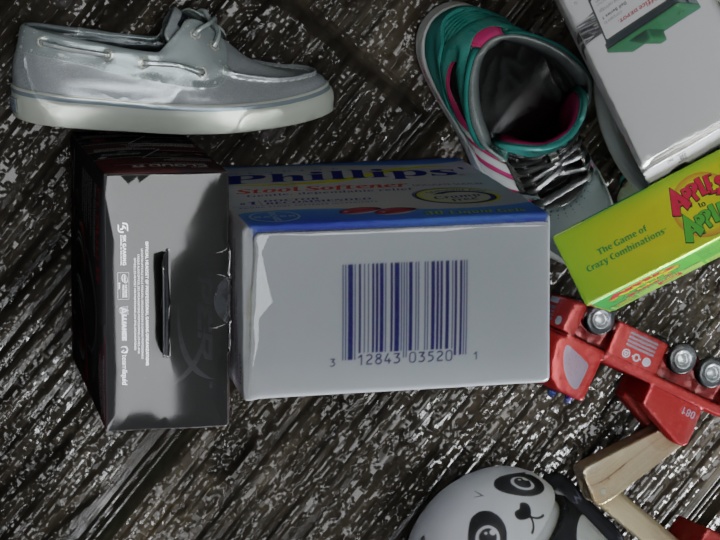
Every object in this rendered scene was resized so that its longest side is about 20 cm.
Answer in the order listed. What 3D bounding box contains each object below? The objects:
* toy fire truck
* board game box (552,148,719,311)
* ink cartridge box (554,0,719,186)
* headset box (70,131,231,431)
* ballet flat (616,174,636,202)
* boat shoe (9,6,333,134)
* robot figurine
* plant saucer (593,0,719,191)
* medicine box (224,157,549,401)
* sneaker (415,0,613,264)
[{"bbox_3d":[0.188,0.114,1.406,0.199,0.049,0.142,25,87,-17],"label":"toy fire truck"},{"bbox_3d":[0.220,-0.042,1.253,0.199,0.102,0.048,-28,80,12],"label":"board game box"},{"bbox_3d":[0.164,-0.156,1.245,0.084,0.146,0.201,-27,82,9],"label":"ink cartridge box"},{"bbox_3d":[-0.125,0.003,1.235,0.074,0.200,0.150,-2,102,-14],"label":"headset box"},{"bbox_3d":[0.263,-0.080,1.383,0.199,0.067,0.063,-33,68,1],"label":"ballet flat"},{"bbox_3d":[-0.113,-0.124,1.281,0.199,0.070,0.072,0,107,-11],"label":"boat shoe"},{"bbox_3d":[0.120,0.219,1.372,0.125,0.150,0.200,-43,100,7],"label":"robot figurine"},{"bbox_3d":[0.249,-0.120,1.325,0.199,0.050,0.202,0,90,13],"label":"plant saucer"},{"bbox_3d":[0.000,0.000,1.265,0.181,0.200,0.104,-3,104,-13],"label":"medicine box"},{"bbox_3d":[0.116,-0.079,1.320,0.083,0.121,0.200,-38,107,-4],"label":"sneaker"}]
